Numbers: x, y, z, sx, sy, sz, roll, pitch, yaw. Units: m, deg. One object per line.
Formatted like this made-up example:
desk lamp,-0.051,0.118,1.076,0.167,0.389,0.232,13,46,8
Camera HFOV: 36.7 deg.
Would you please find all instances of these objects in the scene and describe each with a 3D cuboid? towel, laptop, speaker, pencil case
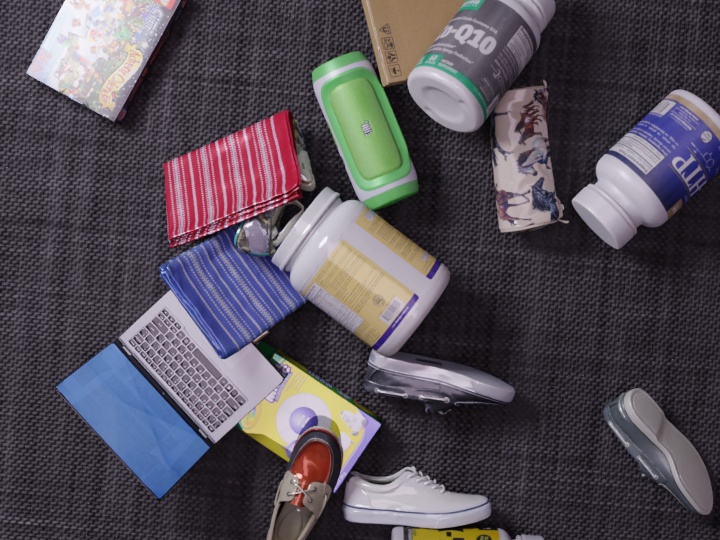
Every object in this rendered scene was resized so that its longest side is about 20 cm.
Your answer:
towel,-0.151,0.011,1.408,0.200,0.024,0.145,-36,90,-40
laptop,-0.232,0.140,1.351,0.200,0.116,0.187,-42,92,0
speaker,0.007,-0.183,1.435,0.088,0.088,0.200,-22,90,0
pencil case,0.219,-0.151,1.438,0.089,0.078,0.201,-6,91,-9
towel,-0.169,-0.121,1.410,0.200,0.022,0.145,-21,55,16

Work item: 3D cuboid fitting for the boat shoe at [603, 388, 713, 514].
boat shoe,0.401,0.248,1.460,0.062,0.073,0.200,-31,100,43

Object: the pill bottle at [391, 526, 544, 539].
pill bottle,0.140,0.395,1.425,0.199,0.114,0.115,1,91,0

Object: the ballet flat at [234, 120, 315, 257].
ballet flat,-0.098,-0.103,1.425,0.072,0.072,0.201,22,70,0

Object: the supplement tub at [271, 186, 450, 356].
supplement tub,0.000,0.000,1.406,0.200,0.145,0.146,37,91,0

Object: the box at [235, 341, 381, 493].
box,-0.084,0.194,1.458,0.200,0.048,0.117,33,91,1

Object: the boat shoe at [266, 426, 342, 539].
boat shoe,-0.078,0.296,1.416,0.071,0.063,0.200,24,114,6

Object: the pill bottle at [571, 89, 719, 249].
pill bottle,0.380,-0.127,1.416,0.200,0.120,0.120,-43,90,1

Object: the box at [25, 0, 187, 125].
box,-0.339,-0.317,1.458,0.136,0.038,0.200,28,91,0

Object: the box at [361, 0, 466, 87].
box,0.082,-0.355,1.439,0.163,0.021,0.200,-14,89,-21

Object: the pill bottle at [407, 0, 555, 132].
pill bottle,0.159,-0.285,1.390,0.113,0.113,0.200,36,73,0

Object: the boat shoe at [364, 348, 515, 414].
boat shoe,0.104,0.159,1.445,0.200,0.072,0.068,13,99,-4

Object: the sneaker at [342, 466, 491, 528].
sneaker,0.075,0.300,1.445,0.199,0.073,0.071,0,94,0

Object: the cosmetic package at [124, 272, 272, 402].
cosmetic package,-0.227,0.100,1.445,0.200,0.073,0.104,-38,90,0
